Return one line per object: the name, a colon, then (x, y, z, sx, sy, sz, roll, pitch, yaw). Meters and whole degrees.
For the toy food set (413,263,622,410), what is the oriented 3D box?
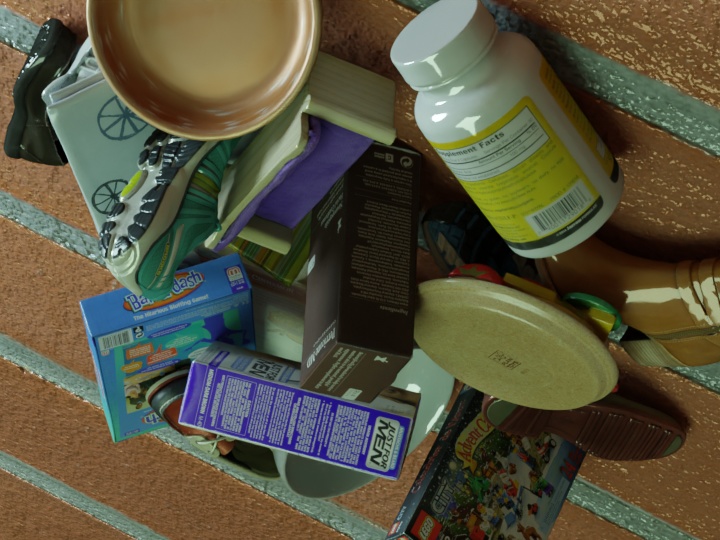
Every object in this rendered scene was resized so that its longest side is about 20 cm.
toy food set: (0.131, 0.058, 1.613, 0.197, 0.049, 0.200, 22, 155, 5)

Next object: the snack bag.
snack bag: (-0.160, -0.112, 1.643, 0.021, 0.188, 0.201, 50, 163, 42)

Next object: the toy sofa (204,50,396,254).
toy sofa: (-0.052, -0.084, 1.585, 0.082, 0.098, 0.200, 20, 143, -22)

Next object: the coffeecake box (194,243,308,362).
coffeecake box: (-0.090, 0.030, 1.847, 0.153, 0.073, 0.200, 21, 145, 17)

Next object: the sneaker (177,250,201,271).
sneaker: (-0.192, 0.016, 1.800, 0.081, 0.076, 0.200, 47, 151, 25)

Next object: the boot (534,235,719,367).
boot: (0.251, 0.008, 1.569, 0.200, 0.074, 0.154, 37, 149, -31)

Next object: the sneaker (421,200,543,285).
sneaker: (0.118, 0.020, 1.684, 0.200, 0.075, 0.087, 43, 150, -17)

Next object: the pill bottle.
pill bottle: (0.112, -0.115, 1.478, 0.111, 0.112, 0.200, -10, 129, 43)

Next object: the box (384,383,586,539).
box: (0.122, 0.214, 1.810, 0.136, 0.200, 0.038, 39, 146, -14)

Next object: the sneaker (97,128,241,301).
sneaker: (-0.147, -0.064, 1.576, 0.077, 0.200, 0.080, 5, 145, 42)

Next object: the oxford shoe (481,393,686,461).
oxford shoe: (0.208, 0.120, 1.753, 0.199, 0.075, 0.071, 17, 132, -14)

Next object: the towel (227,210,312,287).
towel: (-0.128, -0.070, 1.738, 0.200, 0.086, 0.018, 33, 149, -3)

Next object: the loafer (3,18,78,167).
loafer: (-0.280, -0.162, 1.760, 0.071, 0.073, 0.200, 22, 152, -5)

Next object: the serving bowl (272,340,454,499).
serving bowl: (-0.006, 0.127, 1.835, 0.066, 0.199, 0.201, 50, 158, 32)

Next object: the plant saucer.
plant saucer: (-0.122, -0.206, 1.524, 0.199, 0.037, 0.201, 4, 103, 16)

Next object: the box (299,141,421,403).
box: (0.000, 0.000, 1.622, 0.075, 0.201, 0.100, 11, 150, -17)

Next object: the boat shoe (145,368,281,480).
boat shoe: (-0.131, 0.149, 1.807, 0.071, 0.063, 0.200, -32, 148, 14)

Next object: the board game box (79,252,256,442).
board game box: (-0.173, 0.075, 1.769, 0.200, 0.151, 0.045, 91, 158, -56)

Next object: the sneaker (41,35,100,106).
sneaker: (-0.208, -0.183, 1.623, 0.075, 0.115, 0.200, 33, 146, 2)

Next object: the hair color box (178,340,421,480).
hair color box: (-0.051, 0.122, 1.681, 0.199, 0.065, 0.109, 16, -171, 3)
